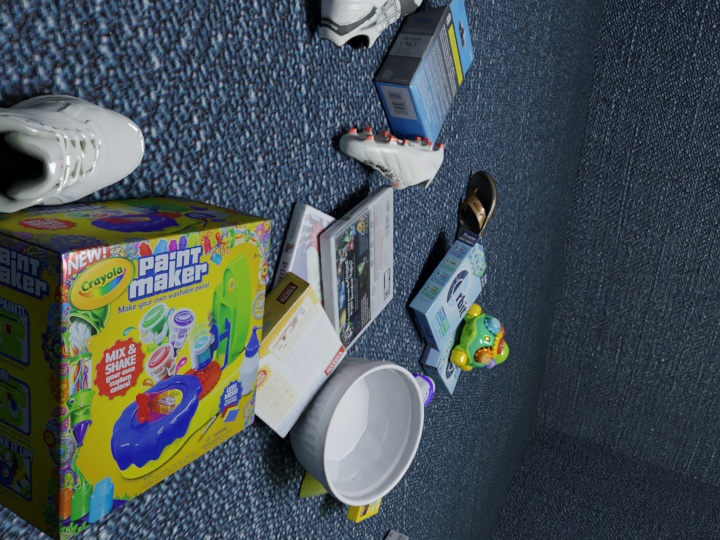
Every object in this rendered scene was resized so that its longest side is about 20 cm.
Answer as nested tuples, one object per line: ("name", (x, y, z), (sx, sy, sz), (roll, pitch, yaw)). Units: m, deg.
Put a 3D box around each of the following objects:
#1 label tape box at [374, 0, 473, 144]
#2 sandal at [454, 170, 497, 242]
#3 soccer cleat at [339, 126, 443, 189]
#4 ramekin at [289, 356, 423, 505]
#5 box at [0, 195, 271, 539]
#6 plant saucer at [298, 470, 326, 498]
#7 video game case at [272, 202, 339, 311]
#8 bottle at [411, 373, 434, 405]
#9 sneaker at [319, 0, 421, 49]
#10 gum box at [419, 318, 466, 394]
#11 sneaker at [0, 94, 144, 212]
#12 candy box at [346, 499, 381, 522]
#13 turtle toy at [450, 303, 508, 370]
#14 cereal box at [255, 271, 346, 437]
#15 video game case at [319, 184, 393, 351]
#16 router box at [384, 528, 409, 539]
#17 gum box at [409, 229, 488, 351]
("label tape box", (0.104, -0.311, 0.916), (0.202, 0.063, 0.145), (-65, 152, -20))
("sandal", (0.241, -0.121, 1.296), (0.054, 0.081, 0.202), (14, 97, -42))
("soccer cleat", (0.047, -0.154, 0.843), (0.199, 0.069, 0.078), (-4, 118, -45))
("ramekin", (-0.010, 0.221, 0.859), (0.199, 0.104, 0.203), (-10, 105, -42))
("box", (-0.183, 0.052, 0.461), (0.199, 0.121, 0.195), (-21, 121, -60))
("plant saucer", (-0.010, 0.286, 1.008), (0.200, 0.047, 0.202), (31, 75, -63))
("video game case", (-0.055, 0.020, 0.813), (0.200, 0.023, 0.184), (19, 86, -64))
("bottle", (0.101, 0.249, 1.182), (0.084, 0.065, 0.200), (-59, 161, 11))
("sneaker", (0.008, -0.322, 0.733), (0.200, 0.075, 0.088), (-32, 147, -52))
("gum box", (0.207, 0.178, 1.390), (0.171, 0.044, 0.200), (-66, 152, -20))
("sneaker", (-0.207, -0.068, 0.377), (0.200, 0.098, 0.079), (-27, 127, -57))
("candy box", (0.032, 0.325, 1.027), (0.102, 0.026, 0.202), (27, 78, -67))
("turtle toy", (0.286, 0.169, 1.378), (0.200, 0.100, 0.147), (40, 66, -62))
("cereal box", (-0.091, 0.110, 0.722), (0.144, 0.039, 0.201), (-51, 153, -19))
("video game case", (0.000, 0.000, 0.867), (0.182, 0.023, 0.202), (-45, 142, -48))
("router box", (0.041, 0.704, 1.313), (0.200, 0.051, 0.151), (-38, 137, -52))
("gum box", (0.188, 0.045, 1.226), (0.201, 0.044, 0.170), (-53, 148, -18))
